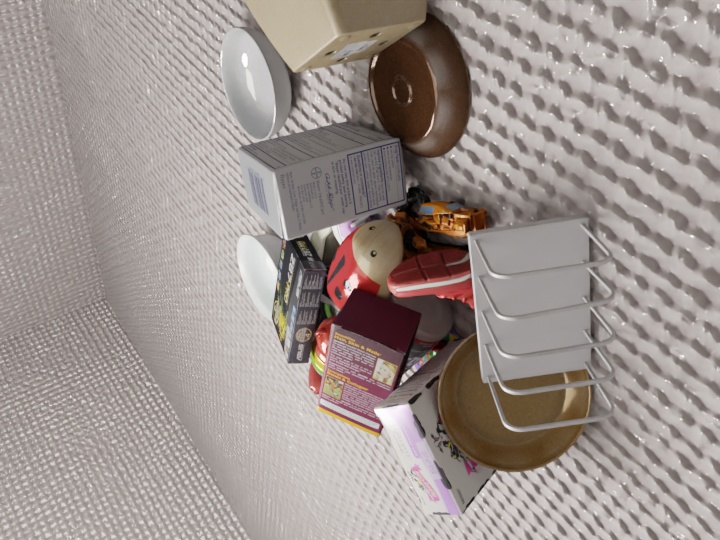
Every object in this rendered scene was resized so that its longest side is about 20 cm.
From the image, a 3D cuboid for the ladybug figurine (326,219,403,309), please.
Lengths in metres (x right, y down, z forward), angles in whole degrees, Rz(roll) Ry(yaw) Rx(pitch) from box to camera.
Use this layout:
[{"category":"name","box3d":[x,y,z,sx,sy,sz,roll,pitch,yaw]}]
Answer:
[{"category":"ladybug figurine","box3d":[0.000,0.000,0.985,0.200,0.071,0.137,124,147,-50]}]

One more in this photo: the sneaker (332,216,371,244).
[{"category":"sneaker","box3d":[0.024,-0.041,1.079,0.114,0.072,0.202,14,131,48]}]

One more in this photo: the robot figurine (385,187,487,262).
[{"category":"robot figurine","box3d":[0.107,-0.046,0.945,0.199,0.058,0.147,13,120,54]}]

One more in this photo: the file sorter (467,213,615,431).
[{"category":"file sorter","box3d":[0.208,0.059,0.735,0.125,0.137,0.202,-93,-7,-68]}]

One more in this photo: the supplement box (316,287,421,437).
[{"category":"supplement box","box3d":[0.010,0.138,0.956,0.109,0.086,0.201,21,133,9]}]

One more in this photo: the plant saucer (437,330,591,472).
[{"category":"plant saucer","box3d":[0.200,0.162,0.853,0.035,0.198,0.202,-72,-39,-83]}]

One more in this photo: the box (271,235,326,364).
[{"category":"box","box3d":[-0.120,0.048,1.216,0.161,0.049,0.202,-125,41,-54]}]

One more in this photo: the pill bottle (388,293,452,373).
[{"category":"pill bottle","box3d":[0.051,0.109,1.049,0.114,0.113,0.200,56,136,17]}]

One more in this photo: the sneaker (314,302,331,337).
[{"category":"sneaker","box3d":[-0.097,0.113,1.351,0.076,0.083,0.202,3,112,57]}]

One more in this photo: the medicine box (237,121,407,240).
[{"category":"medicine box","box3d":[-0.060,-0.143,0.971,0.182,0.198,0.104,38,141,58]}]

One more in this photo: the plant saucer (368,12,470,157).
[{"category":"plant saucer","box3d":[0.068,-0.250,0.891,0.200,0.036,0.202,38,140,40]}]

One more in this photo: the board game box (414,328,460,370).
[{"category":"board game box","box3d":[0.136,0.173,1.065,0.200,0.039,0.159,48,145,27]}]

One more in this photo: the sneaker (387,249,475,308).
[{"category":"sneaker","box3d":[0.139,0.035,0.832,0.079,0.197,0.117,-93,-8,-63]}]

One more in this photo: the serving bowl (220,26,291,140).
[{"category":"serving bowl","box3d":[-0.183,-0.347,1.191,0.200,0.065,0.202,37,139,40]}]

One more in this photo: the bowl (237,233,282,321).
[{"category":"bowl","box3d":[-0.181,0.003,1.403,0.201,0.090,0.203,36,137,41]}]

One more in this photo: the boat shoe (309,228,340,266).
[{"category":"boat shoe","box3d":[-0.047,-0.078,1.167,0.203,0.060,0.073,111,150,-50]}]

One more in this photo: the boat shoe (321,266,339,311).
[{"category":"boat shoe","box3d":[-0.010,0.058,1.193,0.199,0.075,0.061,30,95,25]}]

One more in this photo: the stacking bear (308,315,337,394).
[{"category":"stacking bear","box3d":[-0.043,0.151,1.219,0.201,0.120,0.115,93,174,-64]}]

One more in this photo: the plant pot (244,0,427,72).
[{"category":"plant pot","box3d":[-0.028,-0.361,0.800,0.199,0.199,0.179,-8,103,59]}]

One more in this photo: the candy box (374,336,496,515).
[{"category":"candy box","box3d":[0.134,0.214,0.920,0.071,0.199,0.169,-20,99,46]}]
